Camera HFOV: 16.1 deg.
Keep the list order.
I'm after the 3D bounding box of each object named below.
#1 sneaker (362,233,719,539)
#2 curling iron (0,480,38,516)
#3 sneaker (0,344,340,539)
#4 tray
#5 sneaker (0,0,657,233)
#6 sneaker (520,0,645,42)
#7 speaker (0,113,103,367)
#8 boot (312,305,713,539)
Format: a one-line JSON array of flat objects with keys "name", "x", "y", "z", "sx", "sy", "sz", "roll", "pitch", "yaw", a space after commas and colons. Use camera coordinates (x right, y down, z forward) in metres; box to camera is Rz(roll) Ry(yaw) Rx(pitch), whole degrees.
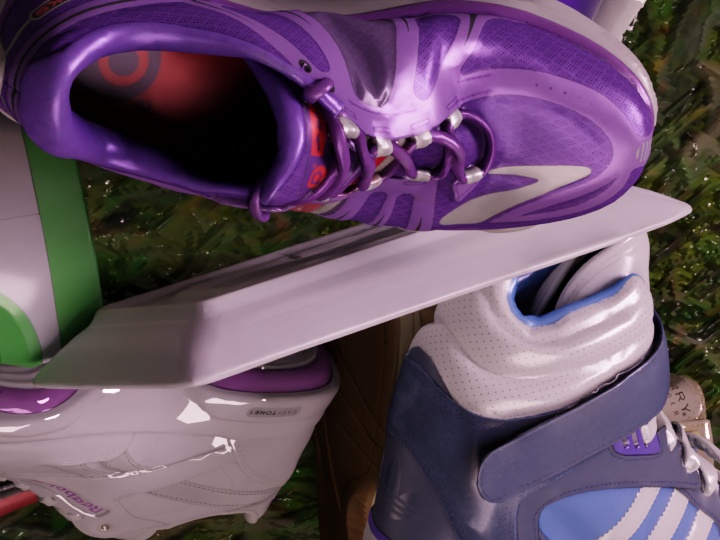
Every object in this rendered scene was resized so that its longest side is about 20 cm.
[{"name": "sneaker", "x": 0.101, "y": 0.053, "z": 0.916, "sx": 0.199, "sy": 0.081, "sz": 0.147, "roll": 6, "pitch": 113, "yaw": -30}, {"name": "curling iron", "x": -0.153, "y": 0.098, "z": 0.988, "sx": 0.199, "sy": 0.026, "sz": 0.050, "roll": -16, "pitch": 140, "yaw": -2}, {"name": "sneaker", "x": -0.107, "y": 0.062, "z": 0.910, "sx": 0.199, "sy": 0.075, "sz": 0.100, "roll": 4, "pitch": 127, "yaw": -24}, {"name": "tray", "x": 0.000, "y": 0.000, "z": 0.814, "sx": 0.199, "sy": 0.022, "sz": 0.107, "roll": -18, "pitch": -173, "yaw": -33}, {"name": "sneaker", "x": -0.008, "y": -0.037, "z": 0.703, "sx": 0.199, "sy": 0.084, "sz": 0.081, "roll": 5, "pitch": 116, "yaw": -19}, {"name": "sneaker", "x": 0.045, "y": -0.111, "z": 0.765, "sx": 0.099, "sy": 0.070, "sz": 0.201, "roll": 32, "pitch": 108, "yaw": -16}, {"name": "speaker", "x": -0.186, "y": 0.004, "z": 0.810, "sx": 0.198, "sy": 0.089, "sz": 0.089, "roll": -11, "pitch": 142, "yaw": -9}, {"name": "boot", "x": 0.062, "y": 0.057, "z": 0.991, "sx": 0.154, "sy": 0.073, "sz": 0.201, "roll": -14, "pitch": 133, "yaw": -15}]
